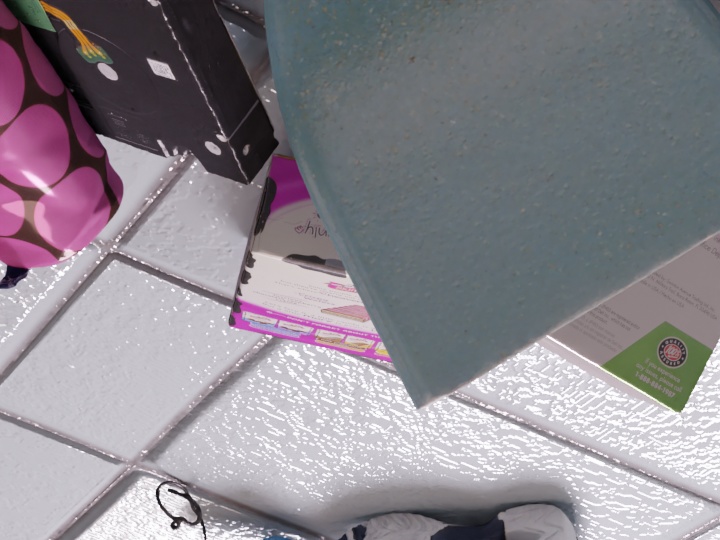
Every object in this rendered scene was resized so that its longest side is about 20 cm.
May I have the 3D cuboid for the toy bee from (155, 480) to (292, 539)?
[{"bbox_3d":[-0.086,0.254,1.544,0.200,0.131,0.109,41,117,11],"label":"toy bee"}]

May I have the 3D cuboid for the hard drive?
[{"bbox_3d":[-0.132,-0.135,1.028,0.140,0.038,0.200,19,153,31],"label":"hard drive"}]

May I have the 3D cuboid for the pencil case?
[{"bbox_3d":[-0.208,-0.086,1.061,0.094,0.091,0.200,2,140,27],"label":"pencil case"}]

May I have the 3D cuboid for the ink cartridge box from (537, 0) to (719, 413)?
[{"bbox_3d":[0.157,-0.042,1.052,0.117,0.200,0.067,30,176,-27],"label":"ink cartridge box"}]

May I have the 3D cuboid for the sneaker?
[{"bbox_3d":[0.080,0.245,1.516,0.199,0.080,0.130,-14,131,14],"label":"sneaker"}]

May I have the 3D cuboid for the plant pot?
[{"bbox_3d":[0.060,-0.087,0.886,0.196,0.196,0.200,-32,95,9],"label":"plant pot"}]

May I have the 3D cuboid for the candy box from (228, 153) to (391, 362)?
[{"bbox_3d":[0.000,0.000,1.155,0.136,0.061,0.200,13,166,-5],"label":"candy box"}]
